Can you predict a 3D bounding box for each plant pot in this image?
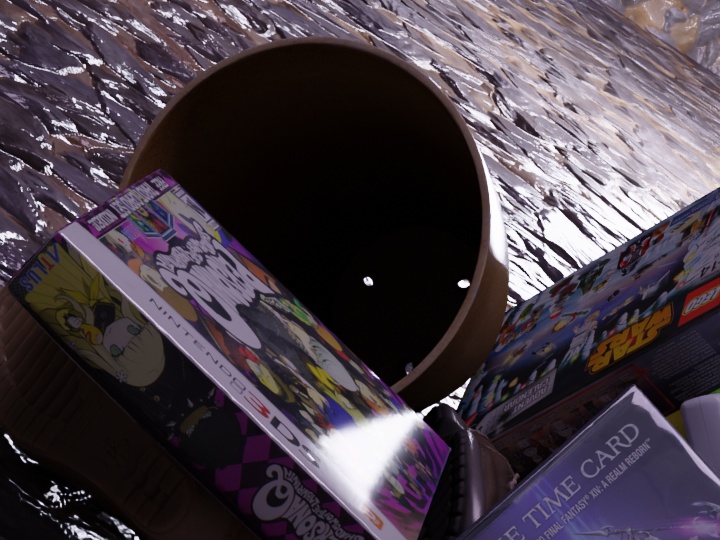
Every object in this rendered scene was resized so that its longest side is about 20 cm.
[{"bbox_3d":[0.000,0.000,1.308,0.186,0.186,0.200,41,3,21],"label":"plant pot"}]

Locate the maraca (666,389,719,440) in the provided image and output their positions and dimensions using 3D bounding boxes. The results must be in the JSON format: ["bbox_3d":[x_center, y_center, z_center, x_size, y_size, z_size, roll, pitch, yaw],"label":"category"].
[{"bbox_3d":[0.190,0.109,1.403,0.107,0.137,0.200,-2,-22,14],"label":"maraca"}]

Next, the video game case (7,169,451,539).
[{"bbox_3d":[-0.045,0.043,1.060,0.181,0.036,0.200,45,11,-1],"label":"video game case"}]

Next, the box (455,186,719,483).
[{"bbox_3d":[0.133,0.032,1.321,0.040,0.200,0.137,46,37,-15],"label":"box"}]

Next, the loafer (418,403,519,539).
[{"bbox_3d":[0.054,0.114,1.214,0.071,0.073,0.200,35,11,-6],"label":"loafer"}]

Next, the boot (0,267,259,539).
[{"bbox_3d":[-0.066,0.087,1.114,0.166,0.072,0.200,37,8,-45],"label":"boot"}]

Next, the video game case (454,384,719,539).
[{"bbox_3d":[0.134,0.164,1.105,0.200,0.143,0.019,47,-27,8],"label":"video game case"}]

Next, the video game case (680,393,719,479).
[{"bbox_3d":[0.193,0.155,1.232,0.182,0.022,0.200,7,69,-76],"label":"video game case"}]
